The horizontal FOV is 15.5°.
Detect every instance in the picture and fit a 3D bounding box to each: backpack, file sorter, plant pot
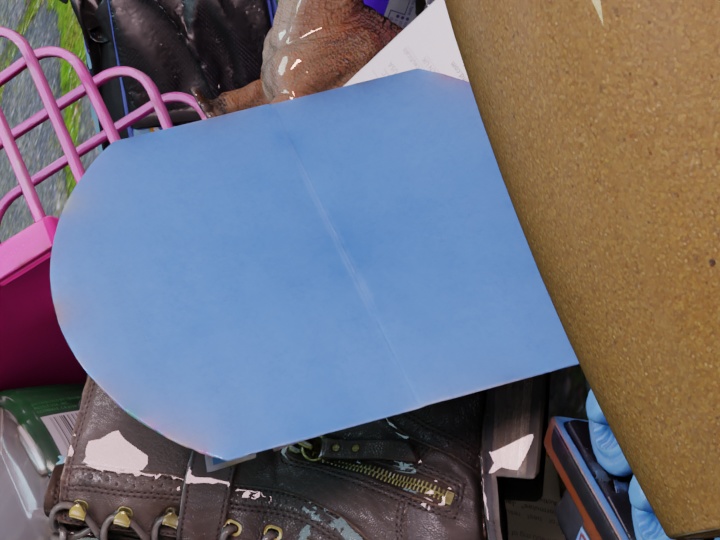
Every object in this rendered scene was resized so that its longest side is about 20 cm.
[{"bbox_3d":[-0.067,-0.088,1.313,0.183,0.134,0.201,-96,-3,-72],"label":"backpack"},{"bbox_3d":[-0.146,-0.018,1.114,0.139,0.200,0.126,-31,70,20],"label":"file sorter"},{"bbox_3d":[0.118,-0.031,0.732,0.186,0.186,0.201,-25,70,62],"label":"plant pot"}]

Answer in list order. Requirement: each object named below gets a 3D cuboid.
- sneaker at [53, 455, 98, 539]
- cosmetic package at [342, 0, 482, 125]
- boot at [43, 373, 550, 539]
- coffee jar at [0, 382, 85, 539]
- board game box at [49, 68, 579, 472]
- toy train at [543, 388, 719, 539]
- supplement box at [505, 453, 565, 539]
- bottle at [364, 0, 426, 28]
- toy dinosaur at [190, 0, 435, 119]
[{"bbox_3d":[-0.060,0.155,1.021,0.077,0.080,0.201,-94,-8,-57],"label":"sneaker"},{"bbox_3d":[0.000,0.000,1.041,0.200,0.101,0.071,-42,48,11],"label":"cosmetic package"},{"bbox_3d":[-0.026,0.096,0.932,0.069,0.173,0.201,80,-163,-66],"label":"boot"},{"bbox_3d":[-0.079,0.092,1.158,0.085,0.199,0.104,58,133,27],"label":"coffee jar"},{"bbox_3d":[-0.008,0.005,0.925,0.039,0.199,0.158,90,160,-45],"label":"board game box"},{"bbox_3d":[0.114,0.103,0.842,0.200,0.086,0.115,-117,41,-58],"label":"toy train"},{"bbox_3d":[0.025,0.171,1.015,0.126,0.073,0.201,126,150,-43],"label":"supplement box"},{"bbox_3d":[-0.008,-0.085,1.191,0.084,0.065,0.201,-135,62,-66],"label":"bottle"},{"bbox_3d":[0.009,-0.073,1.090,0.135,0.200,0.086,-31,44,-1],"label":"toy dinosaur"}]
